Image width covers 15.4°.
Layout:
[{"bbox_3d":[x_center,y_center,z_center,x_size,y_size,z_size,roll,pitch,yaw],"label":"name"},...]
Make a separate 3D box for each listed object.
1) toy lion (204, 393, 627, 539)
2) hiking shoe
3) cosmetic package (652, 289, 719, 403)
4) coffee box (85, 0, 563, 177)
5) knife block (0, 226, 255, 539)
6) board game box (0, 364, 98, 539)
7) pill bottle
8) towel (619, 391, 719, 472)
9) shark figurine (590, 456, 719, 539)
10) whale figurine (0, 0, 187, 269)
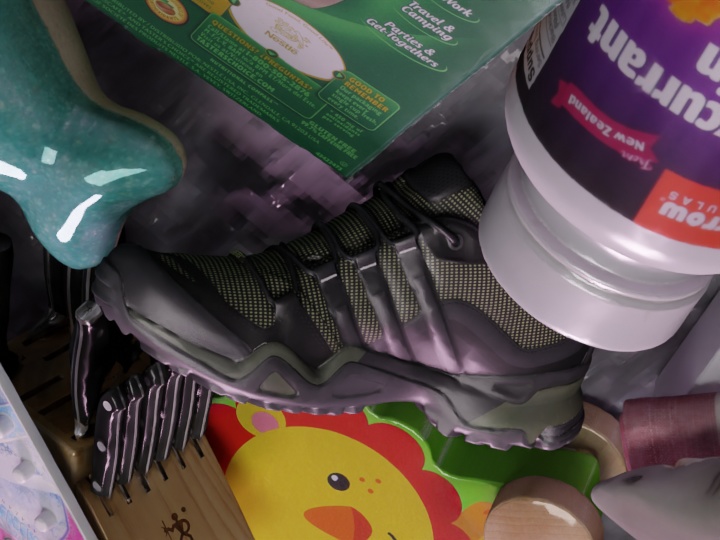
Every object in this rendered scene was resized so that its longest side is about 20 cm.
[{"bbox_3d":[0.014,0.118,1.088,0.190,0.069,0.201,7,128,19],"label":"toy lion"},{"bbox_3d":[0.000,0.000,0.972,0.199,0.076,0.101,11,101,-25],"label":"hiking shoe"},{"bbox_3d":[0.215,0.022,0.964,0.150,0.052,0.200,25,128,-8],"label":"cosmetic package"},{"bbox_3d":[-0.004,-0.111,0.879,0.123,0.044,0.200,33,151,-10],"label":"coffee box"},{"bbox_3d":[-0.123,0.059,1.065,0.200,0.064,0.176,-21,97,52],"label":"knife block"},{"bbox_3d":[-0.197,0.075,1.058,0.199,0.026,0.201,-12,110,46],"label":"board game box"},{"bbox_3d":[0.115,-0.070,0.881,0.111,0.112,0.201,24,128,-5],"label":"pill bottle"},{"bbox_3d":[0.201,0.105,0.958,0.199,0.023,0.145,-8,100,20],"label":"towel"},{"bbox_3d":[0.162,0.066,0.871,0.128,0.090,0.215,29,141,1],"label":"shark figurine"},{"bbox_3d":[-0.158,-0.076,0.934,0.200,0.104,0.159,46,132,-4],"label":"whale figurine"}]
